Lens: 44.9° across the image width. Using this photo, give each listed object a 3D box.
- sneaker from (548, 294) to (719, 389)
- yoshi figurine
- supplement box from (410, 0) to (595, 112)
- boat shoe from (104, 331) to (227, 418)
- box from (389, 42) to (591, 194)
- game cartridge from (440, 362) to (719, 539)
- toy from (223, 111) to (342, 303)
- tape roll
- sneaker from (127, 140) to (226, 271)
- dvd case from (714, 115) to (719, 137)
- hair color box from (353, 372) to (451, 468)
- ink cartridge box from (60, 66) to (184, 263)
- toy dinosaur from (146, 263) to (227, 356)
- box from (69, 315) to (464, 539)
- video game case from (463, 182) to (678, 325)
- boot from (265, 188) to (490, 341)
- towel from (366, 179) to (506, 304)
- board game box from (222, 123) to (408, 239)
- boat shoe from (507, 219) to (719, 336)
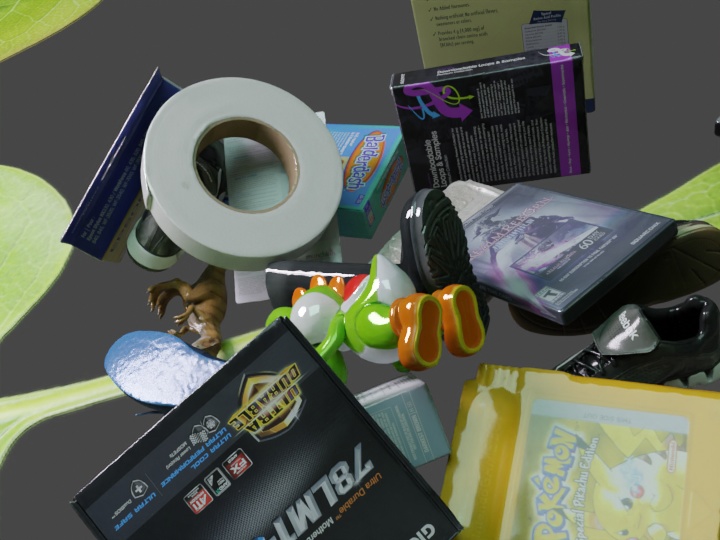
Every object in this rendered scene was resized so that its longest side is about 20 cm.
[{"bbox_3d":[0.207,0.072,0.708,0.198,0.091,0.067,-20,40,-3],"label":"sneaker"},{"bbox_3d":[-0.001,0.067,0.717,0.199,0.113,0.112,-7,42,44],"label":"yoshi figurine"},{"bbox_3d":[0.173,-0.299,1.036,0.198,0.201,0.135,-4,43,15],"label":"supplement box"},{"bbox_3d":[-0.153,0.117,0.807,0.199,0.069,0.085,20,65,29],"label":"boat shoe"},{"bbox_3d":[0.142,-0.159,0.940,0.198,0.144,0.036,-7,40,11],"label":"box"},{"bbox_3d":[0.157,0.162,0.633,0.198,0.032,0.178,5,66,23],"label":"game cartridge"},{"bbox_3d":[-0.081,-0.063,0.932,0.114,0.047,0.202,-9,68,4],"label":"toy"},{"bbox_3d":[-0.116,-0.097,0.865,0.201,0.037,0.205,7,66,-16],"label":"tape roll"},{"bbox_3d":[-0.178,-0.090,0.931,0.066,0.091,0.201,31,43,-9],"label":"sneaker"},{"bbox_3d":[0.498,-0.189,0.940,0.150,0.025,0.200,24,57,37],"label":"dvd case"},{"bbox_3d":[-0.035,0.148,0.698,0.198,0.061,0.099,-21,-1,-4],"label":"hair color box"},{"bbox_3d":[-0.242,-0.104,0.942,0.199,0.047,0.200,-62,10,-4],"label":"ink cartridge box"},{"bbox_3d":[-0.165,0.024,0.928,0.105,0.061,0.201,1,46,2],"label":"toy dinosaur"},{"bbox_3d":[-0.065,0.171,0.619,0.200,0.050,0.199,-40,83,-6],"label":"box"},{"bbox_3d":[0.162,-0.023,0.795,0.142,0.019,0.199,-35,31,-20],"label":"video game case"},{"bbox_3d":[0.000,0.001,0.783,0.198,0.166,0.066,4,41,34],"label":"boot"},{"bbox_3d":[0.097,-0.018,0.887,0.132,0.035,0.200,22,55,36],"label":"towel"},{"bbox_3d":[-0.053,-0.111,1.028,0.198,0.045,0.153,6,48,26],"label":"board game box"},{"bbox_3d":[0.233,0.006,0.796,0.198,0.074,0.065,-15,14,16],"label":"boat shoe"}]
